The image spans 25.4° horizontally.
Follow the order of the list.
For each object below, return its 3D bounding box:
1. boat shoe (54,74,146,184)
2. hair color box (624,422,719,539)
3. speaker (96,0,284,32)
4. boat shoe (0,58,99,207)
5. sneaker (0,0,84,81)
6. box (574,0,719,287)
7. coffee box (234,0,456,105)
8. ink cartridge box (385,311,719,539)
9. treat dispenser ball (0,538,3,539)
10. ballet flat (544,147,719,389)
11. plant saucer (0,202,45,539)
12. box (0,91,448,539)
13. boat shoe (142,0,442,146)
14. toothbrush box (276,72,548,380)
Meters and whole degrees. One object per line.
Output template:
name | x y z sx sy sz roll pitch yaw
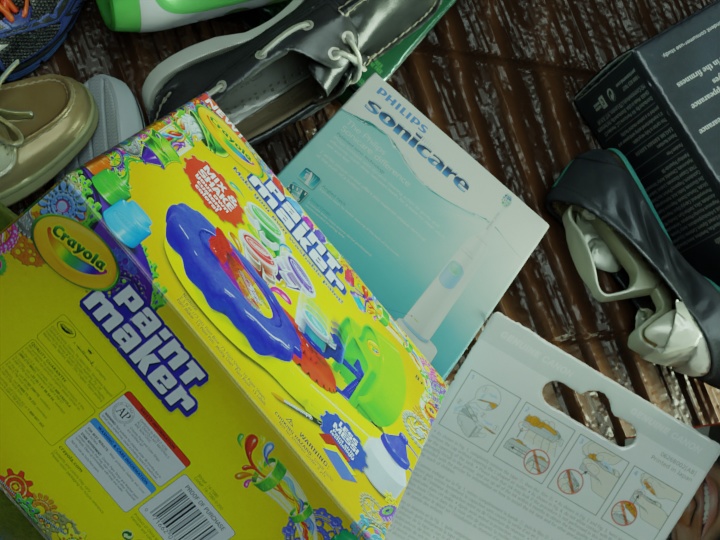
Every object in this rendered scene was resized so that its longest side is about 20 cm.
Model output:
boat shoe | -0.132 -0.021 0.957 0.071 0.072 0.200 10 61 -44
hair color box | 0.230 0.141 0.931 0.061 0.200 0.102 12 74 -22
speaker | -0.062 -0.202 0.960 0.200 0.088 0.089 -16 81 -14
boat shoe | -0.247 -0.067 0.919 0.200 0.063 0.073 -28 50 -13
sneaker | -0.244 -0.140 0.947 0.200 0.078 0.075 -36 88 -18
box | 0.263 -0.077 1.044 0.148 0.104 0.200 -30 86 -18
coffee box | 0.017 -0.212 1.046 0.123 0.044 0.200 39 73 -1
ink cartridge box | 0.090 0.143 0.943 0.162 0.050 0.200 31 94 -5
treat dispenser ball | -0.245 0.157 0.813 0.201 0.201 0.201 3 77 -13
ballet flat | 0.186 0.014 1.024 0.073 0.073 0.200 -32 80 -18
plant saucer | -0.155 0.072 0.790 0.048 0.200 0.200 -39 116 19
box | -0.079 0.045 0.749 0.122 0.193 0.200 -38 96 19
boat shoe | -0.033 -0.125 0.951 0.200 0.074 0.060 -25 49 -2
toothbrush box | 0.000 0.000 0.934 0.146 0.085 0.200 40 47 -3
